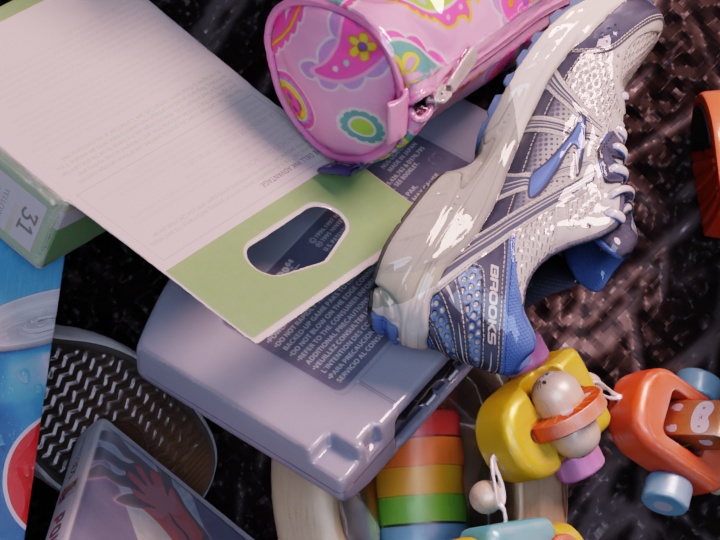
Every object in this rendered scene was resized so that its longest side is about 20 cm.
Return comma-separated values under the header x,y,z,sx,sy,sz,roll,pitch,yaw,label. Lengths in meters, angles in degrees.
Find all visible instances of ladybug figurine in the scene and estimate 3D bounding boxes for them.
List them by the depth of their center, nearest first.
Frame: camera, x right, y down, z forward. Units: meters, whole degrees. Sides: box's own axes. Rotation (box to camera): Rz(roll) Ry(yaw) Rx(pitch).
x,y,z,sx,sy,sz,roll,pitch,yaw,label
0.024,0.099,1.306,0.136,0.072,0.200,3,80,-10,ladybug figurine

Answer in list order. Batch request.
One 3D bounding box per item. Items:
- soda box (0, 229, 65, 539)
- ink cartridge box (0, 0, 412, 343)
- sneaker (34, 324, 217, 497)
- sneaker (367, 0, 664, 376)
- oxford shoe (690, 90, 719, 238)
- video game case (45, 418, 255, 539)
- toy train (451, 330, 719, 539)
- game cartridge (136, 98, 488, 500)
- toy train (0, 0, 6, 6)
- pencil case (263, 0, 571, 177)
x,y,z,sx,sy,sz,roll,pitch,yaw,label
-0.179,0.076,1.238,0.068,0.064,0.200,6,97,-22,soda box
-0.088,-0.042,1.230,0.200,0.146,0.048,39,129,13,ink cartridge box
-0.158,0.049,1.321,0.200,0.085,0.073,29,86,-22,sneaker
0.086,-0.033,1.236,0.085,0.077,0.200,29,67,14,sneaker
0.202,0.011,1.315,0.072,0.071,0.200,-6,81,-6,oxford shoe
-0.056,0.174,1.238,0.200,0.182,0.023,40,114,-16,video game case
0.111,0.108,1.268,0.150,0.056,0.200,39,57,-27,toy train
0.000,0.000,1.272,0.133,0.041,0.200,33,60,20,game cartridge
-0.111,-0.082,1.331,0.200,0.046,0.034,29,88,0,toy train
0.048,-0.118,1.271,0.200,0.087,0.087,-35,89,-39,pencil case
